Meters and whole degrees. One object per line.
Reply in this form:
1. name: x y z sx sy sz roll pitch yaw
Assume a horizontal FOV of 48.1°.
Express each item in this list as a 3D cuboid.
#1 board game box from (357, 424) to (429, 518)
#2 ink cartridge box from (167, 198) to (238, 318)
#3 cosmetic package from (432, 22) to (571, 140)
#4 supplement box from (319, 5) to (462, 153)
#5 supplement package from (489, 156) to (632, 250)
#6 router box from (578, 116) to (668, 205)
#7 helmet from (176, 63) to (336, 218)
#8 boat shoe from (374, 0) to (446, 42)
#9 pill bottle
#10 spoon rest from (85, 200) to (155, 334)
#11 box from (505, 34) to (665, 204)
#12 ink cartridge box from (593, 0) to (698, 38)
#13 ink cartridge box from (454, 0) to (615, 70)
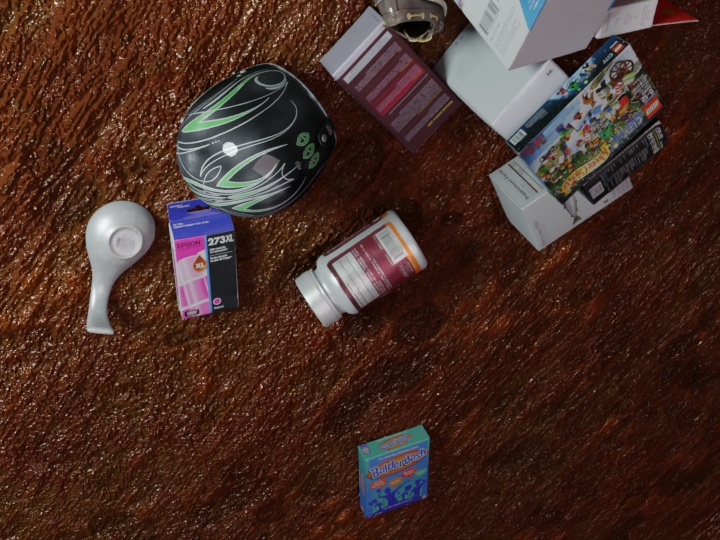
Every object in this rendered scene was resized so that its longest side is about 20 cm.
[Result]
1. board game box: 0.072 0.438 1.747 0.151 0.045 0.201 -15 129 -16
2. ink cartridge box: -0.242 -0.019 1.251 0.094 0.037 0.201 -12 127 -19
3. cosmetic package: 0.245 -0.256 1.206 0.199 0.200 0.123 28 108 -38
4. supplement box: 0.048 -0.276 1.184 0.109 0.061 0.200 -44 131 10
5. supplement package: 0.345 -0.153 1.390 0.199 0.117 0.117 -34 133 1
6. router box: 0.366 -0.219 1.294 0.150 0.200 0.062 -40 135 7
7. helmet: -0.150 -0.165 1.094 0.191 0.200 0.201 -42 134 -15
8. boat shoe: 0.071 -0.340 1.085 0.071 0.200 0.060 -6 92 20
9. pill bottle: 0.000 0.000 1.333 0.199 0.114 0.114 -33 132 0
10. spoon rest: -0.366 -0.009 1.189 0.099 0.061 0.201 11 105 -34
11. box: 0.314 -0.204 1.118 0.200 0.038 0.136 -45 131 10
12. ink cartridge box: 0.355 -0.401 1.152 0.175 0.200 0.045 -15 133 -17
13. ink cartridge box: 0.213 -0.392 1.031 0.145 0.201 0.147 -21 157 -26
